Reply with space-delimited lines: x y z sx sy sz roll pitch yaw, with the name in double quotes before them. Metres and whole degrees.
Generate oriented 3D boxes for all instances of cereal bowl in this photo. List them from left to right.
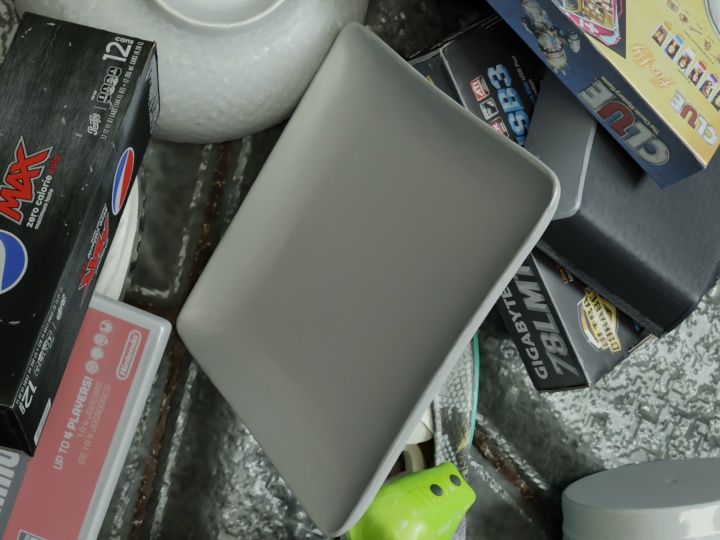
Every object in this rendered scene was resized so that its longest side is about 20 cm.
"cereal bowl" -0.084 -0.168 0.766 0.200 0.083 0.201 0 92 -16

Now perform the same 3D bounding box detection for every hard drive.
"hard drive" 0.158 -0.080 0.780 0.135 0.042 0.200 34 62 -27

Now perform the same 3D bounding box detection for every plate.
"plate" 0.000 0.000 0.719 0.032 0.200 0.200 21 106 -40

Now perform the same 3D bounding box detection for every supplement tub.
"supplement tub" 0.189 0.219 0.828 0.132 0.132 0.201 -10 93 -16

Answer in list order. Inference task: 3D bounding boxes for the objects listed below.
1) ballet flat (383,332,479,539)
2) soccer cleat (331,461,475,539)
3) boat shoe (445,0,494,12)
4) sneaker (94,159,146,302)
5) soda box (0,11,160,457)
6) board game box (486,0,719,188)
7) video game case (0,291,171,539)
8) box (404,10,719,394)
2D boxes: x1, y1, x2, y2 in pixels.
"ballet flat" 0.028 0.111 0.806 0.072 0.072 0.201 1 91 -17
"soccer cleat" 0.003 0.170 0.755 0.081 0.200 0.068 -25 66 -37
"boat shoe" 0.032 -0.191 0.751 0.069 0.200 0.057 -34 68 18
"sneaker" -0.163 0.013 0.751 0.079 0.074 0.201 20 85 -11
"soda box" -0.156 -0.020 0.676 0.071 0.063 0.200 14 62 4
"board game box" 0.125 -0.158 0.727 0.200 0.035 0.136 45 57 -11
"video game case" -0.209 0.057 0.717 0.200 0.017 0.143 21 94 7
"box" 0.133 -0.064 0.814 0.198 0.050 0.200 -33 101 -36
